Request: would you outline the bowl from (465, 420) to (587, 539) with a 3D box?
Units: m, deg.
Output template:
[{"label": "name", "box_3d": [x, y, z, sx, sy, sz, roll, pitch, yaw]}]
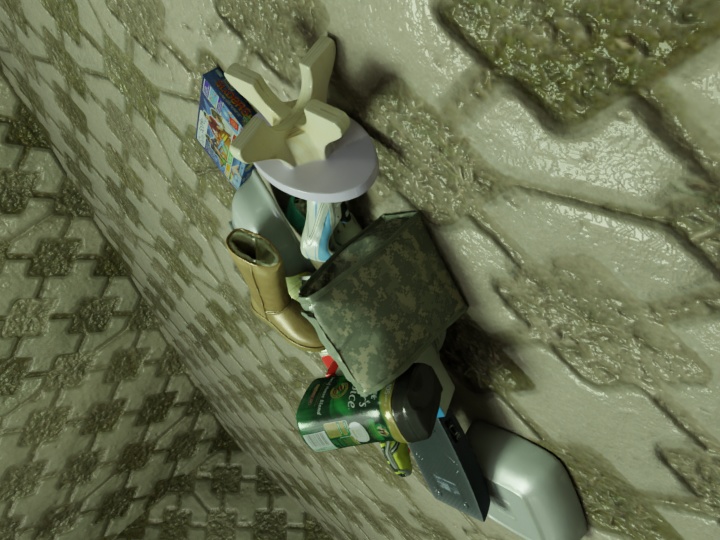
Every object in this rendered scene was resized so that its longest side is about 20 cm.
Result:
[{"label": "bowl", "box_3d": [0.253, 0.357, 1.009, 0.199, 0.075, 0.201, 12, 134, 52]}]

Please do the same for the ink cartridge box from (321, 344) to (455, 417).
[{"label": "ink cartridge box", "box_3d": [0.030, 0.175, 0.962, 0.198, 0.067, 0.117, -18, 112, 32]}]

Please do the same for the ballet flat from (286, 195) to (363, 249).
[{"label": "ballet flat", "box_3d": [-0.045, -0.068, 0.965, 0.199, 0.067, 0.071, 34, 138, 30]}]

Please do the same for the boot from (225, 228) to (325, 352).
[{"label": "boot", "box_3d": [-0.124, 0.039, 0.985, 0.174, 0.066, 0.201, 24, 151, 16]}]

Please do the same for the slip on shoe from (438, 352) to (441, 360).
[{"label": "slip on shoe", "box_3d": [0.122, 0.206, 1.054, 0.060, 0.075, 0.202, 2, 131, 1]}]

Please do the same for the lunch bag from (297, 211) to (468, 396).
[{"label": "lunch bag", "box_3d": [0.021, 0.044, 0.838, 0.117, 0.200, 0.165, 1, 127, 58]}]

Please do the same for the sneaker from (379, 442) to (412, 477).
[{"label": "sneaker", "box_3d": [0.059, 0.257, 1.080, 0.075, 0.076, 0.202, 153, 100, -88]}]

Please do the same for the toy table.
[{"label": "toy table", "box_3d": [-0.075, -0.179, 0.763, 0.198, 0.185, 0.117, 17, 159, 22]}]

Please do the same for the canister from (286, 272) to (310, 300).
[{"label": "canister", "box_3d": [-0.147, 0.026, 1.235, 0.201, 0.086, 0.149, 51, 155, 5]}]

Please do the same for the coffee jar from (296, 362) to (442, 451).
[{"label": "coffee jar", "box_3d": [0.014, 0.191, 0.870, 0.198, 0.105, 0.086, -15, 118, 29]}]

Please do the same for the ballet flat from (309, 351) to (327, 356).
[{"label": "ballet flat", "box_3d": [-0.074, 0.161, 1.316, 0.199, 0.062, 0.068, 17, 138, 51]}]

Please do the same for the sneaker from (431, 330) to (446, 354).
[{"label": "sneaker", "box_3d": [0.076, 0.117, 1.001, 0.074, 0.082, 0.200, 37, 131, -4]}]

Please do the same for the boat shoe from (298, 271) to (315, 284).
[{"label": "boat shoe", "box_3d": [-0.069, 0.034, 1.066, 0.200, 0.073, 0.061, 151, 112, -79]}]

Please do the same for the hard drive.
[{"label": "hard drive", "box_3d": [0.133, 0.297, 1.001, 0.134, 0.042, 0.202, 1, 120, 57]}]

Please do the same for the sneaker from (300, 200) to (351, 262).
[{"label": "sneaker", "box_3d": [-0.047, -0.109, 0.886, 0.072, 0.072, 0.202, -82, -4, -67]}]

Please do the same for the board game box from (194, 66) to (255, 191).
[{"label": "board game box", "box_3d": [-0.230, -0.238, 1.085, 0.136, 0.034, 0.200, 52, 155, 3]}]

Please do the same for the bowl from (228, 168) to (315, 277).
[{"label": "bowl", "box_3d": [-0.163, -0.063, 1.060, 0.202, 0.090, 0.201, 59, 177, 5]}]
